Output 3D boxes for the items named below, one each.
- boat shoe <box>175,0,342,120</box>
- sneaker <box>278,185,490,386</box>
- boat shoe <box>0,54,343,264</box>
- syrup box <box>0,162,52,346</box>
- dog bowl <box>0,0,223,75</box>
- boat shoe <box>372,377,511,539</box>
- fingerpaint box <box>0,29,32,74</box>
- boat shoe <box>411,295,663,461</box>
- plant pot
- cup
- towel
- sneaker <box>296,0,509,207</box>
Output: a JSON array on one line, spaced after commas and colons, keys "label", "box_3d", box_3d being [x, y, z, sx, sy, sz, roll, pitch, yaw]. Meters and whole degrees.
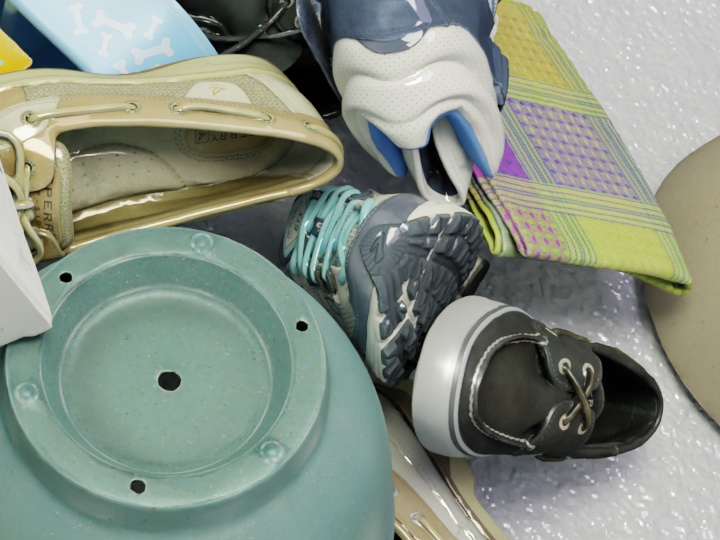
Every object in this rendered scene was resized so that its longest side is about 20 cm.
[{"label": "boat shoe", "box_3d": [-0.045, -0.114, 0.955, 0.074, 0.199, 0.066, -17, 74, 8]}, {"label": "sneaker", "box_3d": [0.000, 0.000, 0.916, 0.086, 0.200, 0.078, 29, 85, 7]}, {"label": "boat shoe", "box_3d": [-0.106, -0.040, 0.866, 0.200, 0.073, 0.063, -11, 34, -27]}, {"label": "syrup box", "box_3d": [-0.186, -0.062, 0.778, 0.079, 0.081, 0.200, -23, 61, 1]}, {"label": "dog bowl", "box_3d": [-0.143, -0.120, 0.942, 0.200, 0.111, 0.050, 44, 70, 0]}, {"label": "boat shoe", "box_3d": [0.035, 0.141, 0.918, 0.068, 0.075, 0.200, -22, 65, -32]}, {"label": "fingerpaint box", "box_3d": [-0.269, -0.098, 0.884, 0.200, 0.073, 0.167, 44, 55, 0]}, {"label": "boat shoe", "box_3d": [0.082, 0.051, 0.929, 0.200, 0.057, 0.069, 11, 89, -65]}, {"label": "plant pot", "box_3d": [-0.077, 0.066, 0.825, 0.200, 0.134, 0.201, 4, 58, -6]}, {"label": "cup", "box_3d": [0.264, -0.012, 1.058, 0.200, 0.143, 0.201, 12, 59, -21]}, {"label": "towel", "box_3d": [0.076, -0.071, 1.030, 0.143, 0.023, 0.200, 8, 44, -44]}, {"label": "sneaker", "box_3d": [0.028, -0.096, 0.939, 0.080, 0.200, 0.147, -5, 85, 10]}]
